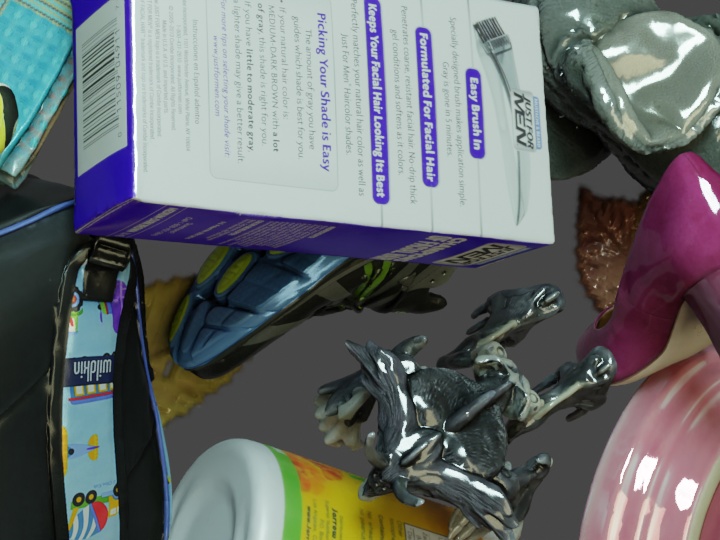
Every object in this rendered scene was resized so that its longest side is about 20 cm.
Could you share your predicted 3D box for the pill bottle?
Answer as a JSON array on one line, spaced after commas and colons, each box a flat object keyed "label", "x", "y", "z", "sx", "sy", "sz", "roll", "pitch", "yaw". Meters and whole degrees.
[{"label": "pill bottle", "x": 0.005, "y": 0.163, "z": 0.885, "sx": 0.200, "sy": 0.111, "sz": 0.111, "roll": 22, "pitch": 93, "yaw": -28}]

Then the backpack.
[{"label": "backpack", "x": -0.176, "y": 0.072, "z": 0.756, "sx": 0.182, "sy": 0.134, "sz": 0.200, "roll": -20, "pitch": 112, "yaw": -31}]

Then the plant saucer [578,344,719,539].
[{"label": "plant saucer", "x": 0.188, "y": 0.141, "z": 0.953, "sx": 0.200, "sy": 0.051, "sz": 0.201, "roll": -16, "pitch": 111, "yaw": -49}]

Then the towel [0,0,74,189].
[{"label": "towel", "x": -0.160, "y": -0.155, "z": 0.742, "sx": 0.147, "sy": 0.022, "sz": 0.200, "roll": 29, "pitch": 90, "yaw": 3}]

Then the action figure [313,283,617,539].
[{"label": "action figure", "x": 0.045, "y": 0.076, "z": 0.839, "sx": 0.102, "sy": 0.119, "sz": 0.200, "roll": -50, "pitch": 168, "yaw": 33}]

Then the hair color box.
[{"label": "hair color box", "x": -0.018, "y": -0.065, "z": 0.737, "sx": 0.200, "sy": 0.065, "sz": 0.110, "roll": 5, "pitch": 76, "yaw": -30}]

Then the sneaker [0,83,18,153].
[{"label": "sneaker", "x": -0.222, "y": -0.091, "z": 0.707, "sx": 0.200, "sy": 0.075, "sz": 0.076, "roll": 42, "pitch": 54, "yaw": 11}]

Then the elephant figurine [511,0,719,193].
[{"label": "elephant figurine", "x": 0.130, "y": -0.102, "z": 0.883, "sx": 0.200, "sy": 0.155, "sz": 0.142, "roll": 11, "pitch": 132, "yaw": -17}]

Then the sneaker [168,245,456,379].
[{"label": "sneaker", "x": 0.000, "y": 0.000, "z": 0.862, "sx": 0.199, "sy": 0.071, "sz": 0.083, "roll": -31, "pitch": 123, "yaw": -10}]

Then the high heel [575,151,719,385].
[{"label": "high heel", "x": 0.145, "y": 0.000, "z": 0.879, "sx": 0.067, "sy": 0.200, "sz": 0.096, "roll": -25, "pitch": 90, "yaw": -22}]
